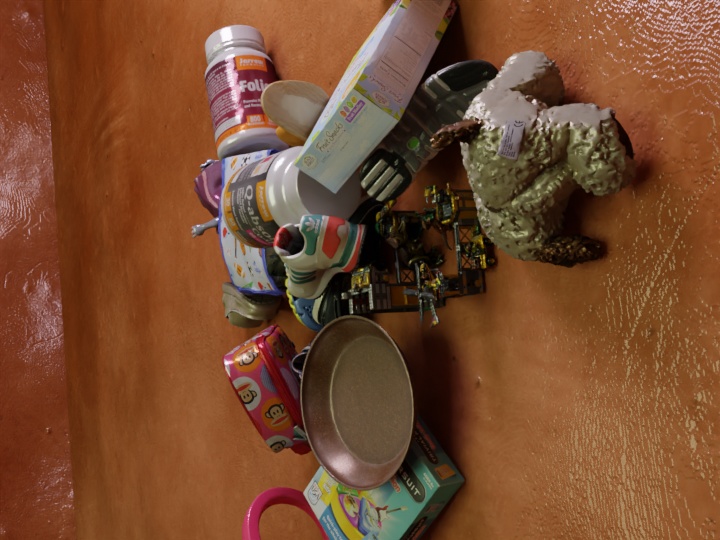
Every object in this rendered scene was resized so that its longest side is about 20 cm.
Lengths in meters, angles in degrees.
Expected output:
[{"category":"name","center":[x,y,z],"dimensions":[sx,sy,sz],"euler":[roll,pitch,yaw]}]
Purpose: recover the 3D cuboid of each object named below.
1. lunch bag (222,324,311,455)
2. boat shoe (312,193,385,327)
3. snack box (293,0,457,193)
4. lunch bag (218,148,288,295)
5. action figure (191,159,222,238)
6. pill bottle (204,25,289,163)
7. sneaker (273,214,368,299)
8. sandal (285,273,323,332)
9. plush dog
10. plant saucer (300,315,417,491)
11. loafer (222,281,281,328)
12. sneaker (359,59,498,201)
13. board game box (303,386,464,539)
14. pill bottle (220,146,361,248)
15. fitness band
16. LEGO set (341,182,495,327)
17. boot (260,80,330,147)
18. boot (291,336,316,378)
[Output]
[{"category":"lunch bag","center":[-0.110,0.172,1.411],"dimensions":[0.178,0.081,0.200],"euler":[62,-175,-2]},{"category":"boat shoe","center":[-0.002,0.000,1.318],"dimensions":[0.066,0.074,0.201],"euler":[42,118,36]},{"category":"snack box","center":[0.017,-0.212,1.173],"dimensions":[0.169,0.067,0.201],"euler":[-43,19,54]},{"category":"lunch bag","center":[-0.131,-0.065,1.509],"dimensions":[0.169,0.122,0.203],"euler":[0,83,61]},{"category":"action figure","center":[-0.197,-0.084,1.693],"dimensions":[0.148,0.134,0.201],"euler":[-39,59,3]},{"category":"pill bottle","center":[-0.181,-0.270,1.601],"dimensions":[0.114,0.113,0.203],"euler":[-42,55,55]},{"category":"sneaker","center":[-0.066,-0.024,1.237],"dimensions":[0.200,0.092,0.071],"euler":[-33,40,63]},{"category":"sandal","center":[-0.052,-0.015,1.411],"dimensions":[0.087,0.079,0.203],"euler":[6,98,58]},{"category":"plush dog","center":[0.151,-0.085,0.974],"dimensions":[0.200,0.159,0.173],"euler":[-125,16,-48]},{"category":"plant saucer","center":[0.004,0.154,1.203],"dimensions":[0.199,0.036,0.204],"euler":[-2,88,49]},{"category":"loafer","center":[-0.175,0.060,1.652],"dimensions":[0.200,0.075,0.069],"euler":[-161,71,-70]},{"category":"sneaker","center":[0.079,-0.171,1.160],"dimensions":[0.200,0.075,0.116],"euler":[-41,8,23]},{"category":"board game box","center":[0.022,0.263,1.245],"dimensions":[0.151,0.047,0.201],"euler":[53,127,33]},{"category":"pill bottle","center":[-0.090,-0.094,1.315],"dimensions":[0.199,0.115,0.118],"euler":[-9,83,58]},{"category":"fitness band","center":[-0.088,0.392,1.417],"dimensions":[0.038,0.142,0.202],"euler":[-61,40,44]},{"category":"LEGO set","center":[0.050,-0.018,1.168],"dimensions":[0.199,0.114,0.156],"euler":[1,92,62]},{"category":"boot","center":[-0.074,-0.185,1.307],"dimensions":[0.143,0.199,0.072],"euler":[-1,82,52]},{"category":"boot","center":[-0.052,0.117,1.390],"dimensions":[0.199,0.094,0.075],"euler":[-8,84,62]}]
